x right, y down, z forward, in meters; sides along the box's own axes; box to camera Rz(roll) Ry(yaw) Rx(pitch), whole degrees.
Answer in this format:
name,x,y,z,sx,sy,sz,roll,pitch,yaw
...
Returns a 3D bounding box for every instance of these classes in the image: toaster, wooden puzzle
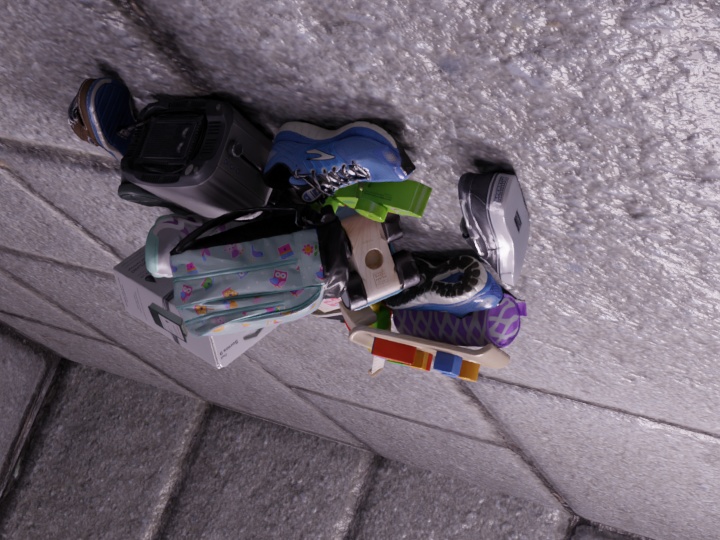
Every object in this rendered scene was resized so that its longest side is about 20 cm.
name,x,y,z,sx,sy,sz,roll,pitch,yaw
toaster,-0.191,-0.129,1.361,0.199,0.115,0.129,4,160,40
wooden puzzle,0.097,0.120,1.588,0.198,0.047,0.185,6,172,17

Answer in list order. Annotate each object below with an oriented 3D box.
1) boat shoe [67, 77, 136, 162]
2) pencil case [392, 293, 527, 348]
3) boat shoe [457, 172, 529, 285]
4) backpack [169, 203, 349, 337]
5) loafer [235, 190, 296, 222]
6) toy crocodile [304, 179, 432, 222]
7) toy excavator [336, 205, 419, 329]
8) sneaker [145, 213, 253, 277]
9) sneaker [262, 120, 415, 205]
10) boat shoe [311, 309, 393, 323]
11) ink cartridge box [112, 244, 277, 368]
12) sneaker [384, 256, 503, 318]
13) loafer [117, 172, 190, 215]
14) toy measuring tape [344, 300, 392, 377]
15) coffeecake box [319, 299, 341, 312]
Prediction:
name,x,y,z,sx,sy,sz,roll,pitch,yaw
boat shoe,-0.325,-0.186,1.417,0.072,0.073,0.200,20,164,8
pencil case,0.136,0.064,1.645,0.085,0.085,0.199,-17,-163,-43
boat shoe,0.146,-0.047,1.278,0.067,0.072,0.200,12,160,20
backpack,-0.115,0.001,1.283,0.198,0.128,0.167,-12,173,-5
loafer,-0.171,-0.103,1.506,0.198,0.072,0.063,23,161,3
toy crocodile,0.000,-0.094,1.321,0.199,0.068,0.062,11,168,38
toy excavator,0.000,0.000,1.501,0.200,0.099,0.196,-147,37,-70
sneaker,-0.169,-0.031,1.413,0.138,0.079,0.200,7,-166,19
sneaker,-0.027,-0.108,1.247,0.199,0.090,0.079,5,147,40
boat shoe,-0.015,0.051,1.811,0.199,0.074,0.060,-6,146,41
ink cartridge box,-0.209,0.024,1.531,0.199,0.146,0.085,26,140,34
sneaker,0.112,0.033,1.547,0.089,0.079,0.199,34,159,-33
loafer,-0.248,-0.113,1.586,0.071,0.064,0.199,-4,168,38
toy measuring tape,0.010,0.088,1.724,0.073,0.074,0.201,18,148,10
coffeecake box,-0.093,-0.019,1.662,0.199,0.074,0.153,27,161,-20
